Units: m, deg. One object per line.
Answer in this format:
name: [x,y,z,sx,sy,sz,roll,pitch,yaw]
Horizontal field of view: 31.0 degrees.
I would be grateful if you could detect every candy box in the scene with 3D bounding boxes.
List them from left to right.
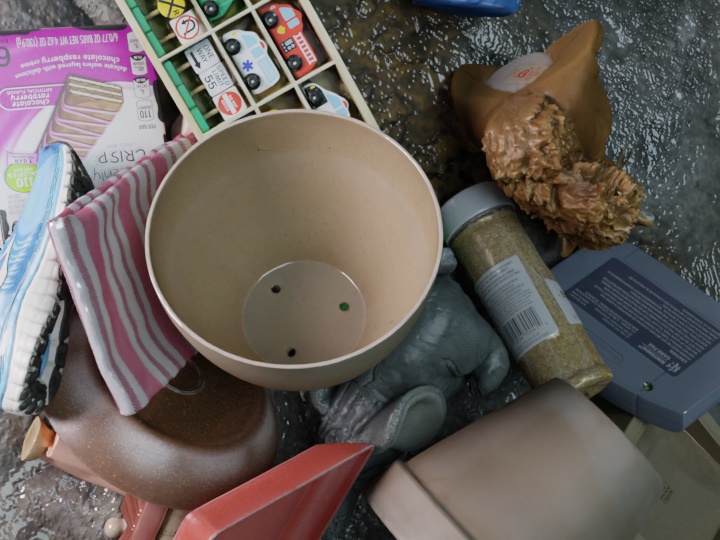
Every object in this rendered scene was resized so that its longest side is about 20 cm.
candy box: [-0.218,-0.082,0.992,0.136,0.061,0.201,-9,92,-23]

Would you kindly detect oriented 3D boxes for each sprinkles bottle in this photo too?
sprinkles bottle: [0.137,0.022,1.103,0.068,0.068,0.200,-18,67,-25]

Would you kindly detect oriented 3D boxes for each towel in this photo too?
towel: [-0.142,-0.005,0.938,0.200,0.030,0.147,-48,123,-58]

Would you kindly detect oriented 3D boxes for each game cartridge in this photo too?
game cartridge: [0.242,0.053,1.139,0.133,0.200,0.041,-30,138,-23]

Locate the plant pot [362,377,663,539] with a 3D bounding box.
plant pot: [0.129,0.182,0.992,0.174,0.200,0.200,-43,105,-5]

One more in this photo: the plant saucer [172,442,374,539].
plant saucer: [-0.094,0.217,0.953,0.037,0.200,0.199,40,30,19]

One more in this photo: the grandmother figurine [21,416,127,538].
grandmother figurine: [-0.159,0.159,1.007,0.200,0.061,0.121,27,104,-19]

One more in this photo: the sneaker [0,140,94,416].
sneaker: [-0.242,-0.003,0.902,0.090,0.078,0.200,9,67,8]

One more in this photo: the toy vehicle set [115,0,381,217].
toy vehicle set: [-0.085,-0.156,0.971,0.124,0.027,0.200,-31,103,-2]

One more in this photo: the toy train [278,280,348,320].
toy train: [0.000,0.000,1.067,0.042,0.056,0.200,33,47,22]

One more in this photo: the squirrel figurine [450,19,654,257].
squirrel figurine: [0.175,-0.084,1.117,0.187,0.141,0.200,60,22,-28]

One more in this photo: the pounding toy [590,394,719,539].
pounding toy: [0.244,0.227,1.165,0.200,0.142,0.184,50,58,-14]

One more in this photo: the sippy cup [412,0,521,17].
sippy cup: [0.096,-0.289,1.120,0.177,0.140,0.131,7,95,1]

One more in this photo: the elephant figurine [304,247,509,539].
elephant figurine: [0.018,0.104,1.047,0.200,0.141,0.155,-46,108,-22]

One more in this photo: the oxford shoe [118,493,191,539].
oxford shoe: [-0.154,0.232,0.972,0.074,0.071,0.200,16,108,-23]

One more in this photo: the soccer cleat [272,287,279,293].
soccer cleat: [-0.068,-0.036,1.046,0.068,0.085,0.201,-9,90,-25]

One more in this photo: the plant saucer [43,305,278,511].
plant saucer: [-0.141,0.085,0.965,0.200,0.037,0.201,25,36,-20]

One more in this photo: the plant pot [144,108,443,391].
plant pot: [-0.044,0.005,0.925,0.200,0.135,0.201,0,62,0]

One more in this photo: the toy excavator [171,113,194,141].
toy excavator: [-0.104,-0.220,1.038,0.100,0.200,0.195,11,38,-22]
